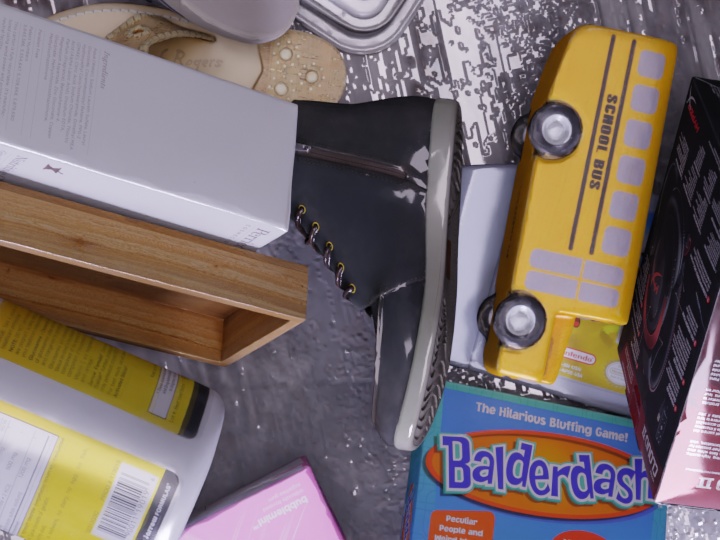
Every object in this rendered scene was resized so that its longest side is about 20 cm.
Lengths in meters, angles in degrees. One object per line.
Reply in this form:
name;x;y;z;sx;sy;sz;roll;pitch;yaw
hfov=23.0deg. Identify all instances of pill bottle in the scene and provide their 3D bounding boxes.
pill bottle;-0.181;0.081;0.944;0.198;0.112;0.113;24;88;-8

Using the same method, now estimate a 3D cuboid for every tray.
tray;-0.138;0.003;0.969;0.198;0.098;0.037;15;64;-28

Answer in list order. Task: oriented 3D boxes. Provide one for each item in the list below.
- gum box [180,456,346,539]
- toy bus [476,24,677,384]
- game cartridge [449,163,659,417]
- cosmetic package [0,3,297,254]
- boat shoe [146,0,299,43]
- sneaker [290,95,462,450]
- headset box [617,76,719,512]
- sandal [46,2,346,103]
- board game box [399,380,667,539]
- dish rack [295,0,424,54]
gum box;-0.094;0.205;1.024;0.198;0.066;0.114;-26;91;-4
toy bus;0.121;-0.035;1.008;0.077;0.065;0.202;11;89;-5
game cartridge;0.135;0.011;1.058;0.198;0.040;0.135;16;85;-4
cosmetic package;-0.145;-0.065;0.958;0.198;0.113;0.082;17;65;-26
boat shoe;-0.132;-0.193;1.019;0.199;0.093;0.075;35;73;-17
sneaker;0.000;0.000;1.011;0.105;0.075;0.202;3;77;10
headset box;0.197;0.022;0.943;0.074;0.149;0.202;8;119;-5
sandal;-0.111;-0.119;1.022;0.209;0.070;0.079;1;90;-4
board game box;0.096;0.174;1.007;0.150;0.045;0.202;11;63;-6
dish rack;-0.026;-0.245;1.042;0.199;0.044;0.173;33;89;-2
